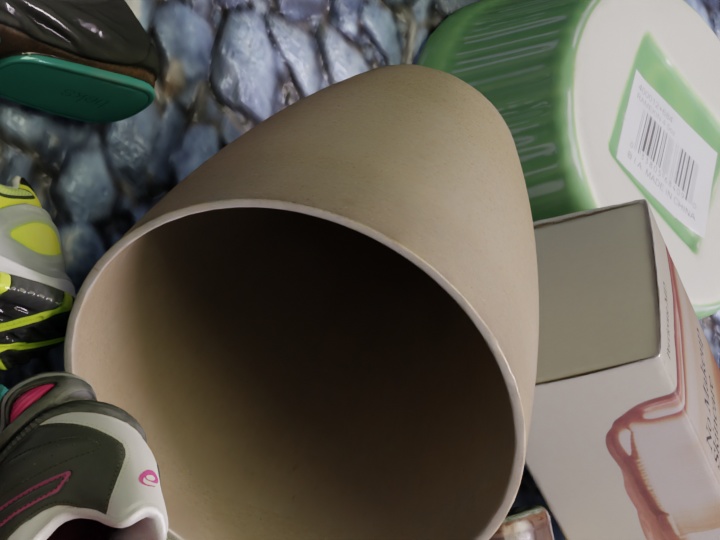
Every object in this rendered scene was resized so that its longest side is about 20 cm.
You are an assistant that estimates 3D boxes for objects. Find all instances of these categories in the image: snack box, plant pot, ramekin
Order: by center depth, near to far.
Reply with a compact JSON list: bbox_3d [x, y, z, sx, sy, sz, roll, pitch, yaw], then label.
[{"bbox_3d":[0.000,0.000,1.067,0.187,0.187,0.200,57,32,-21],"label":"plant pot"},{"bbox_3d":[-0.069,0.100,1.104,0.116,0.037,0.200,46,48,-28],"label":"snack box"},{"bbox_3d":[0.123,-0.055,1.321,0.200,0.098,0.200,17,66,-45],"label":"ramekin"}]

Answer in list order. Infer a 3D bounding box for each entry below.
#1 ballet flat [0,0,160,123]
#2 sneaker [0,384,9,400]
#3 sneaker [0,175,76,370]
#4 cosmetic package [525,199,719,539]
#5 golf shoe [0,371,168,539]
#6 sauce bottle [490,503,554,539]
[{"bbox_3d":[-0.161,-0.105,1.045,0.200,0.068,0.069,10,62,-58],"label":"ballet flat"},{"bbox_3d":[-0.172,0.057,0.960,0.200,0.080,0.078,19,52,-46],"label":"sneaker"},{"bbox_3d":[-0.198,-0.019,0.980,0.200,0.075,0.076,24,41,-45],"label":"sneaker"},{"bbox_3d":[0.130,0.071,1.243,0.200,0.087,0.103,59,24,-46],"label":"cosmetic package"},{"bbox_3d":[-0.144,0.131,0.911,0.077,0.088,0.200,31,98,-36],"label":"golf shoe"},{"bbox_3d":[0.083,0.215,1.225,0.065,0.065,0.200,-11,89,-50],"label":"sauce bottle"}]
